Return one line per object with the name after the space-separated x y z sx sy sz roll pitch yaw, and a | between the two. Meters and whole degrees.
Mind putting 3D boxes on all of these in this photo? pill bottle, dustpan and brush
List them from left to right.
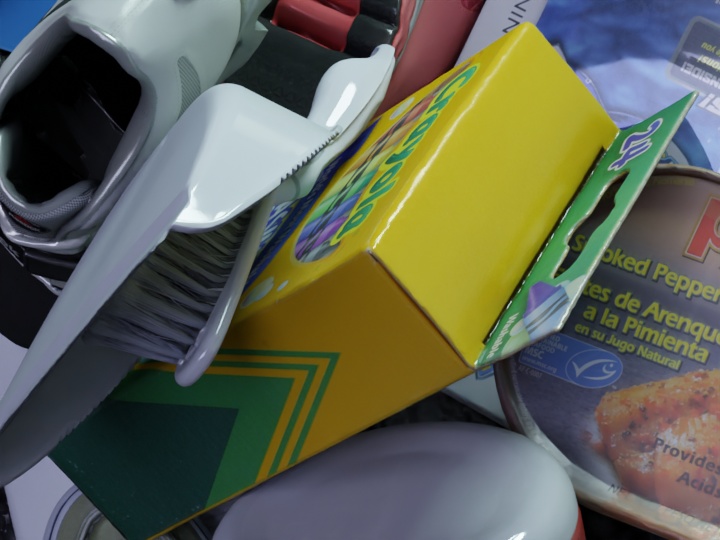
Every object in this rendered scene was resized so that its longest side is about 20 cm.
-0.036 -0.020 0.773 0.057 0.200 0.140 33 133 -11 | dustpan and brush
0.028 0.159 0.815 0.115 0.116 0.201 -3 115 24 | pill bottle

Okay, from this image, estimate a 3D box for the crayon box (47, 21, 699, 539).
0.000 0.000 0.807 0.200 0.126 0.052 -29 108 42 | crayon box

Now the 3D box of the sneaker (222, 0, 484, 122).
0.018 -0.115 0.921 0.074 0.087 0.200 28 71 20 | sneaker

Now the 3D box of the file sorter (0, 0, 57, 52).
-0.069 -0.165 0.936 0.138 0.123 0.201 19 92 25 | file sorter

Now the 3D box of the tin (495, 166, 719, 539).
0.137 0.037 0.806 0.199 0.042 0.113 21 98 26 | tin

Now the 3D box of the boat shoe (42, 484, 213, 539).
-0.057 0.154 0.828 0.072 0.062 0.201 -14 71 -8 | boat shoe

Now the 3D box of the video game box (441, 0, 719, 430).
0.111 -0.016 0.877 0.199 0.047 0.183 28 98 25 | video game box

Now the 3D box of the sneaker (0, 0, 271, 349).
-0.099 -0.033 0.835 0.074 0.089 0.200 35 134 6 | sneaker

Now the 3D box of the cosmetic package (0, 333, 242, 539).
-0.071 0.070 0.936 0.101 0.074 0.201 -20 74 22 | cosmetic package
